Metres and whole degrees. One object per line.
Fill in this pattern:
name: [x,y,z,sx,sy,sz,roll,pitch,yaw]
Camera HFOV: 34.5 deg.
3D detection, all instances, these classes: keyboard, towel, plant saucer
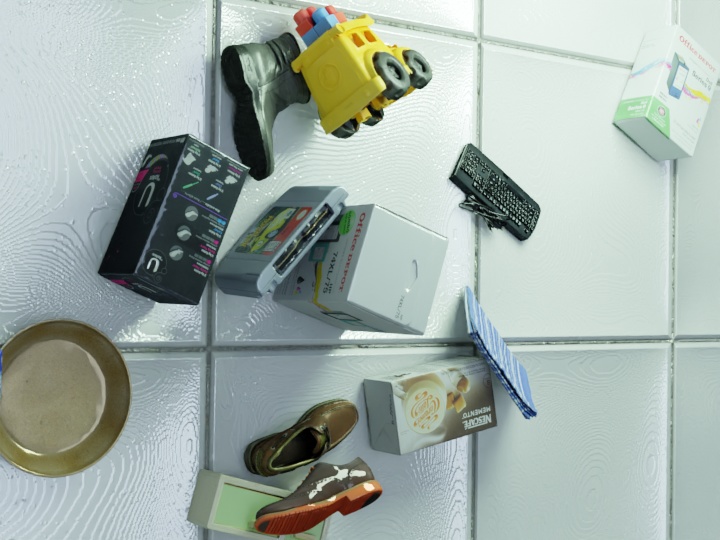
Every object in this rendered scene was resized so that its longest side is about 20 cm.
keyboard: [0.232,-0.119,1.927,0.199,0.039,0.105,36,69,-29]
towel: [0.226,0.132,1.876,0.024,0.145,0.201,-28,114,15]
plant saucer: [-0.392,0.163,1.487,0.198,0.035,0.203,1,89,-35]

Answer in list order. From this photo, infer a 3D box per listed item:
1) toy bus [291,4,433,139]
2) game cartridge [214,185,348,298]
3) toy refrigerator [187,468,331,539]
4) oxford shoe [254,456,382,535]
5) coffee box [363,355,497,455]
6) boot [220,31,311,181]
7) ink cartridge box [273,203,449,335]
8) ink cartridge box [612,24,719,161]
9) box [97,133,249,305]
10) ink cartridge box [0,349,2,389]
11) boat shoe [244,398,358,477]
toy bus: [-0.011,-0.312,1.702,0.193,0.135,0.200,56,33,2]
game cartridge: [-0.115,-0.045,1.624,0.041,0.133,0.200,50,64,-24]
toy refrigerator: [-0.138,0.344,1.645,0.199,0.070,0.077,22,77,-33]
oxford shoe: [-0.068,0.317,1.633,0.198,0.071,0.073,-10,58,-33]
coffee box: [0.111,0.208,1.814,0.198,0.079,0.116,-9,94,-35]
boot: [-0.119,-0.239,1.668,0.130,0.067,0.203,-17,101,-40]
ink cartridge box: [0.000,0.000,1.665,0.145,0.199,0.148,24,76,-32]
ink cartridge box: [0.568,-0.326,2.137,0.145,0.087,0.202,33,70,-30]
box: [-0.248,-0.066,1.537,0.105,0.122,0.202,27,74,-32]
ink cartridge box: [-0.497,0.159,1.369,0.135,0.076,0.203,2,87,-16]
boat shoe: [-0.071,0.250,1.693,0.199,0.068,0.073,-28,104,-33]
